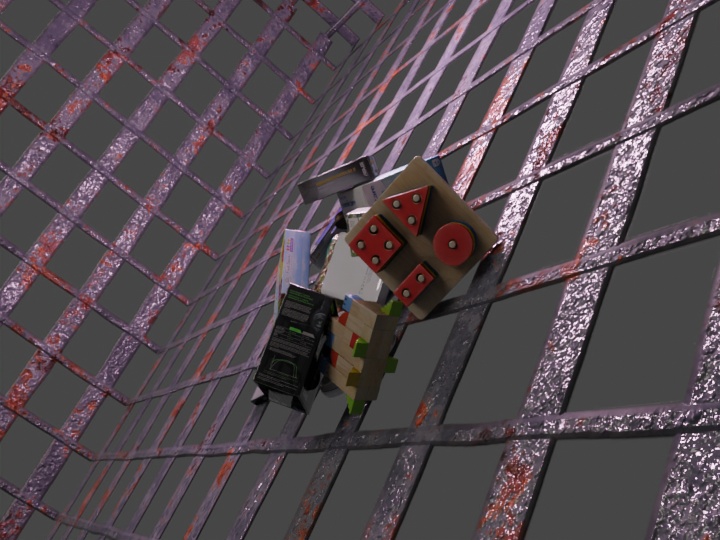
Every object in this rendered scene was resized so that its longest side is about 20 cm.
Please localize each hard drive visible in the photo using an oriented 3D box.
[{"bbox_3d":[0.000,0.000,1.553,0.199,0.025,0.135,14,85,56],"label":"hard drive"}]

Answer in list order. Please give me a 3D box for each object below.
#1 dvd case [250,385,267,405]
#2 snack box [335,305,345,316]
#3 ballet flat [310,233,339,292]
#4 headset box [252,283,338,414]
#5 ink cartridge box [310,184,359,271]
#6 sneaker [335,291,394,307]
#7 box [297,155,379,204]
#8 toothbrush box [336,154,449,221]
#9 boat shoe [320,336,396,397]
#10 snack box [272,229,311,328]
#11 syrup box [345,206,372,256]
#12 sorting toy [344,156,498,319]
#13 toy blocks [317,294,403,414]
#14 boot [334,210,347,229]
[{"bbox_3d":[-0.173,0.221,1.812,0.199,0.025,0.152,-33,27,49],"label":"dvd case"},{"bbox_3d":[-0.019,0.109,1.570,0.198,0.024,0.073,1,53,56],"label":"snack box"},{"bbox_3d":[-0.054,0.007,1.738,0.063,0.076,0.203,2,57,30],"label":"ballet flat"},{"bbox_3d":[-0.110,0.142,1.452,0.175,0.091,0.204,84,-156,-69],"label":"headset box"},{"bbox_3d":[-0.046,-0.090,1.853,0.201,0.040,0.200,-55,-22,-7],"label":"ink cartridge box"},{"bbox_3d":[0.015,0.045,1.580,0.199,0.067,0.091,-37,35,36],"label":"sneaker"},{"bbox_3d":[-0.043,-0.198,1.700,0.155,0.049,0.200,-21,5,9],"label":"box"},{"bbox_3d":[0.069,-0.166,1.671,0.197,0.087,0.146,-23,8,-22],"label":"toothbrush box"},{"bbox_3d":[-0.020,0.164,1.461,0.199,0.065,0.073,-40,22,36],"label":"boat shoe"},{"bbox_3d":[-0.156,0.036,1.770,0.201,0.066,0.172,106,167,-54],"label":"snack box"},{"bbox_3d":[0.079,-0.078,1.415,0.195,0.081,0.081,-5,10,17],"label":"syrup box"},{"bbox_3d":[0.096,-0.052,1.334,0.199,0.200,0.069,-47,-7,17],"label":"sorting toy"},{"bbox_3d":[-0.009,0.125,1.367,0.136,0.098,0.204,30,109,51],"label":"toy blocks"},{"bbox_3d":[0.018,-0.152,1.780,0.197,0.076,0.074,-22,-17,-24],"label":"boot"}]
